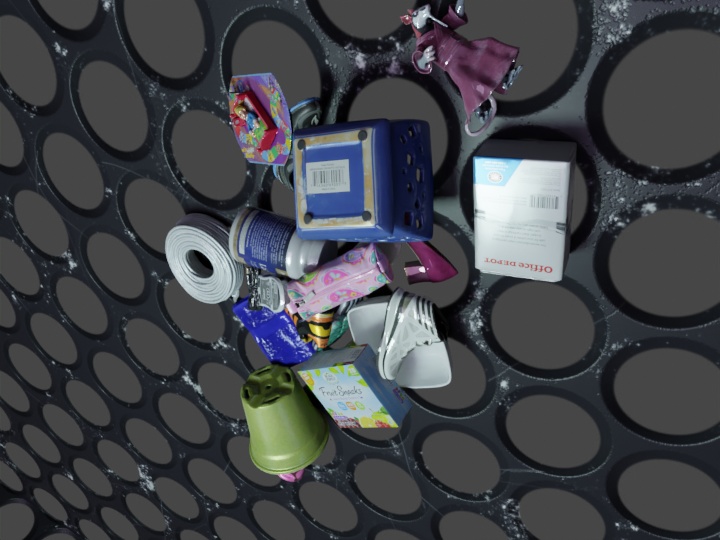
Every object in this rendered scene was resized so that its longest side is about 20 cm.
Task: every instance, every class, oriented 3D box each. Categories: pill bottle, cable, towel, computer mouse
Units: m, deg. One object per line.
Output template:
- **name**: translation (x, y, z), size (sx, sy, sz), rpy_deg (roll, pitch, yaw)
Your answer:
- **pill bottle**: translation (-0.151, -0.049, 1.235), size (0.197, 0.116, 0.117), rpy_deg (16, 127, 19)
- **cable**: translation (-0.348, -0.025, 1.392), size (0.198, 0.069, 0.201), rpy_deg (34, 131, 5)
- **towel**: translation (-0.198, 0.138, 1.428), size (0.147, 0.050, 0.201), rpy_deg (-26, 105, 39)
- **computer mouse**: translation (-0.184, 0.043, 1.281), size (0.199, 0.043, 0.112), rpy_deg (12, 105, 58)

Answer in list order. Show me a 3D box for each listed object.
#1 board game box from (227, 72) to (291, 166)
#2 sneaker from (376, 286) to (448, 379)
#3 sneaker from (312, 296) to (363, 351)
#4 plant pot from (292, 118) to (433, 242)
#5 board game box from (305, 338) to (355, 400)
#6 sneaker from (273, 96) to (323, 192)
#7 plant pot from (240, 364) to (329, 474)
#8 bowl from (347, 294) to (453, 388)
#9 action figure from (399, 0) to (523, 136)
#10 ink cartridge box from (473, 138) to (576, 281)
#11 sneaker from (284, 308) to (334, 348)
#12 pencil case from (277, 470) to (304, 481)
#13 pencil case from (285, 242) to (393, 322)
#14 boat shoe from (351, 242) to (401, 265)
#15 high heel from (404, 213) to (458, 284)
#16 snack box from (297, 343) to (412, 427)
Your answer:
- **board game box**: translation (-0.197, -0.266, 1.118), size (0.198, 0.039, 0.161), rpy_deg (16, 120, 47)
- **sneaker**: translation (0.097, 0.136, 1.151), size (0.114, 0.076, 0.204), rpy_deg (20, 125, 18)
- **sneaker**: translation (-0.063, 0.085, 1.322), size (0.088, 0.074, 0.201), rpy_deg (51, 132, 21)
- **plant pot**: translation (-0.003, -0.143, 1.007), size (0.197, 0.179, 0.204), rpy_deg (0, 95, 28)
- **board game box**: translation (-0.032, 0.239, 1.404), size (0.101, 0.048, 0.200), rpy_deg (43, 130, -2)
- **sneaker**: translation (-0.100, -0.223, 1.113), size (0.083, 0.070, 0.201), rpy_deg (51, 140, 23)
- **plant pot**: translation (-0.188, 0.326, 1.437), size (0.197, 0.201, 0.187), rpy_deg (4, 128, 26)
- **bowl**: translation (0.089, 0.132, 1.249), size (0.197, 0.075, 0.203), rpy_deg (-4, 118, 32)
- **action figure**: translation (0.143, -0.325, 0.926), size (0.200, 0.134, 0.149), rpy_deg (43, 175, 14)
- **ink cartridge box**: translation (0.260, -0.097, 0.994), size (0.144, 0.086, 0.203), rpy_deg (9, 125, 25)
- **sneaker**: translation (-0.123, 0.100, 1.292), size (0.199, 0.069, 0.092), rpy_deg (18, 107, 55)
- **pencil case**: translation (-0.175, 0.456, 1.601), size (0.092, 0.091, 0.203), rpy_deg (1, 127, -17)
- **pencil case**: translation (-0.040, 0.021, 1.132), size (0.197, 0.088, 0.088), rpy_deg (-24, 109, 13)
- **boat shoe**: translation (0.000, 0.000, 1.201), size (0.200, 0.068, 0.072), rpy_deg (-45, 83, 12)
- **high heel**: translation (0.114, -0.071, 1.123), size (0.094, 0.068, 0.203), rpy_deg (-10, 117, 10)
- **snack box**: translation (-0.015, 0.244, 1.295), size (0.198, 0.068, 0.170), rpy_deg (-17, 113, 48)
